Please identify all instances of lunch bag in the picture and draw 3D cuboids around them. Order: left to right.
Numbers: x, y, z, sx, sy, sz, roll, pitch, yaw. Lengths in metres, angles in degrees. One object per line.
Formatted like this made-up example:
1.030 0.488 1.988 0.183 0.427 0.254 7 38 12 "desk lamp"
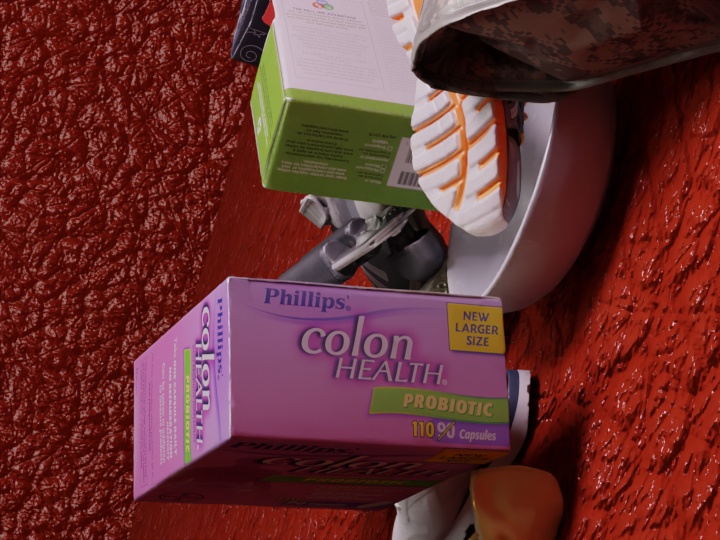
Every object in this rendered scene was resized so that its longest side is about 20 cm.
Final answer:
0.123 -0.197 1.107 0.200 0.118 0.164 -13 56 38 "lunch bag"

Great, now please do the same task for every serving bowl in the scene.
0.121 -0.062 1.236 0.200 0.066 0.201 -165 90 -79 "serving bowl"

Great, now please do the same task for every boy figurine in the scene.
0.070 0.210 1.141 0.124 0.064 0.200 -89 15 -64 "boy figurine"

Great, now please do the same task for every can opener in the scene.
0.000 0.000 1.367 0.053 0.067 0.200 -41 3 -25 "can opener"

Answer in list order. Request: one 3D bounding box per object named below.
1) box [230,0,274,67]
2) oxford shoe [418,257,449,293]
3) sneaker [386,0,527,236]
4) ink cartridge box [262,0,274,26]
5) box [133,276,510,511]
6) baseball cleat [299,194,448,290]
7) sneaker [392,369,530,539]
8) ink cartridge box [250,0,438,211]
-0.005 -0.251 1.756 0.115 0.200 0.132 -85 16 -46 "box"
0.040 0.061 1.343 0.200 0.075 0.058 -48 -7 -7 "oxford shoe"
0.076 -0.116 1.193 0.078 0.077 0.201 -27 63 43 "sneaker"
0.005 -0.187 1.630 0.050 0.200 0.161 -61 3 -27 "ink cartridge box"
-0.030 0.083 1.153 0.200 0.175 0.097 142 129 -61 "box"
0.014 -0.026 1.455 0.070 0.106 0.200 -55 -31 -29 "baseball cleat"
0.051 0.129 1.295 0.077 0.080 0.200 -90 17 -47 "sneaker"
0.000 -0.137 1.310 0.200 0.147 0.076 -102 24 -50 "ink cartridge box"
